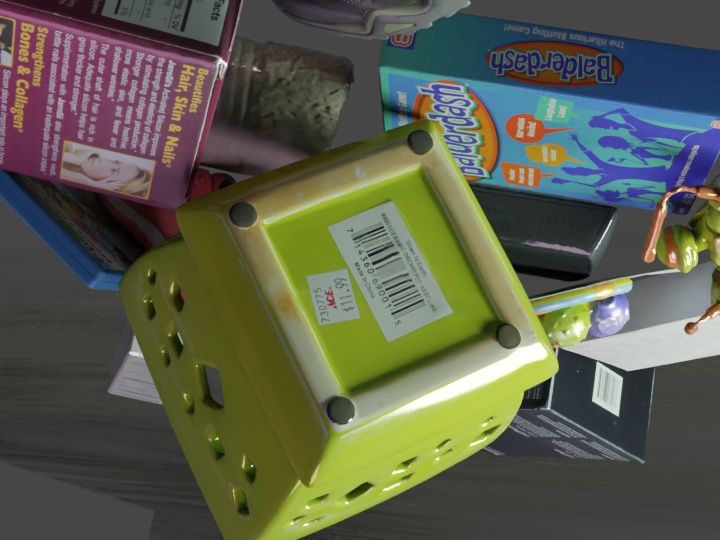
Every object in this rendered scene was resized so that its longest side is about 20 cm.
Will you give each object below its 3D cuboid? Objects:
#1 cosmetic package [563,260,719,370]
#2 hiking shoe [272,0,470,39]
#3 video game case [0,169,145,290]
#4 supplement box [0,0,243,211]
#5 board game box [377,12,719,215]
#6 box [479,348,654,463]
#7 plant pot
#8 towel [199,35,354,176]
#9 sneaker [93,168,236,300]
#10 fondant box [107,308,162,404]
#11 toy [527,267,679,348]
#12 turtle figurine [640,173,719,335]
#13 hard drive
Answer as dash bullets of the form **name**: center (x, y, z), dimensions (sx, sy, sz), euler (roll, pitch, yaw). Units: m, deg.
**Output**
- **cosmetic package**: center (0.261, 0.039, 1.121), dimensions (0.082, 0.051, 0.200), euler (17, 161, -26)
- **hiking shoe**: center (0.034, -0.168, 0.600), dimensions (0.200, 0.076, 0.101), euler (-9, 147, 27)
- **video game case**: center (-0.195, -0.034, 1.004), dimensions (0.143, 0.018, 0.200), euler (44, -171, 15)
- **supplement box**: center (-0.172, -0.128, 0.722), dimensions (0.200, 0.103, 0.131), euler (14, 142, -9)
- **board game box**: center (0.114, -0.093, 0.807), dimensions (0.200, 0.045, 0.152), euler (10, 163, 7)
- **box**: center (0.163, 0.115, 1.329), dimensions (0.182, 0.104, 0.200), euler (-4, 157, 37)
- **plant pot**: center (-0.010, 0.032, 0.798), dimensions (0.199, 0.200, 0.182), euler (-21, 167, -24)
- **towel**: center (-0.078, -0.109, 0.893), dimensions (0.132, 0.035, 0.200), euler (11, 164, -6)
- **sneaker**: center (-0.128, -0.045, 0.996), dimensions (0.074, 0.087, 0.200), euler (32, -168, -48)
- **fondant box**: center (-0.179, 0.031, 1.206), dimensions (0.058, 0.145, 0.200), euler (14, 162, -13)
- **toy**: center (0.143, 0.036, 1.006), dimensions (0.200, 0.047, 0.115), euler (-10, 179, 11)
- **turtle figurine**: center (0.252, -0.027, 0.835), dimensions (0.161, 0.065, 0.200), euler (-16, 148, 9)
- **hard drive**: center (0.111, -0.025, 0.966), dimensions (0.135, 0.042, 0.200), euler (9, 175, 4)
